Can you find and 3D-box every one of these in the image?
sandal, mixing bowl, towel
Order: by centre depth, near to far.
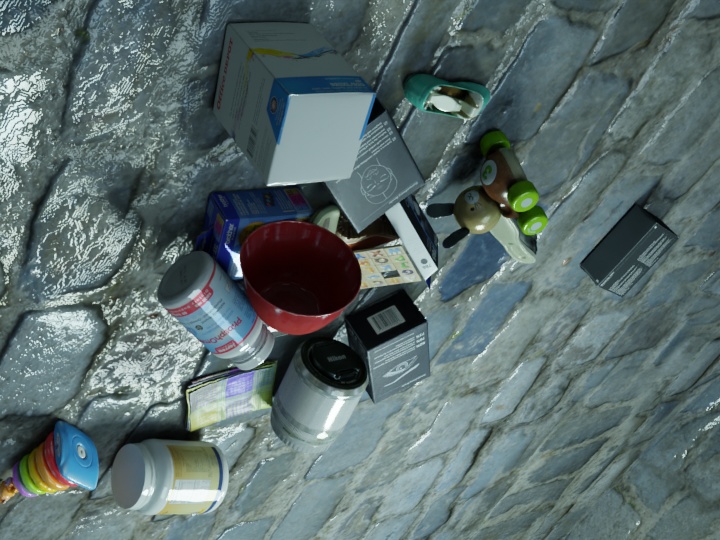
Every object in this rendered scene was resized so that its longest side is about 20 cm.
[{"bbox_3d":[-0.104,0.028,1.488,0.198,0.201,0.109,-12,143,-28],"label":"mixing bowl"},{"bbox_3d":[-0.063,-0.022,1.585,0.080,0.057,0.203,-36,150,-38],"label":"sandal"},{"bbox_3d":[-0.261,0.253,1.859,0.198,0.023,0.145,-13,136,-27],"label":"towel"}]

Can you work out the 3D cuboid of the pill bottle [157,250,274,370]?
[{"bbox_3d":[-0.229,0.071,1.500,0.108,0.109,0.200,-38,125,3],"label":"pill bottle"}]

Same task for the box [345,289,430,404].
[{"bbox_3d":[0.060,0.162,1.943,0.147,0.105,0.201,-24,141,-15],"label":"box"}]

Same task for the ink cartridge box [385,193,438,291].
[{"bbox_3d":[0.101,-0.069,1.683,0.039,0.100,0.201,-20,123,19],"label":"ink cartridge box"}]

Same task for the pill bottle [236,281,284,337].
[{"bbox_3d":[-0.164,0.066,1.665,0.198,0.111,0.112,-13,137,-27],"label":"pill bottle"}]

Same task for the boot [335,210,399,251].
[{"bbox_3d":[0.002,-0.068,1.700,0.198,0.076,0.107,-9,155,-40],"label":"boot"}]

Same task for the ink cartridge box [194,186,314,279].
[{"bbox_3d":[-0.190,-0.059,1.546,0.198,0.077,0.138,-6,133,-31],"label":"ink cartridge box"}]

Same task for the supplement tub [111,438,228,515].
[{"bbox_3d":[-0.377,0.409,1.832,0.199,0.145,0.145,14,121,-44],"label":"supplement tub"}]

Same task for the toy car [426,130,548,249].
[{"bbox_3d":[0.223,-0.129,1.734,0.198,0.166,0.158,-28,143,8],"label":"toy car"}]

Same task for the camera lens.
[{"bbox_3d":[-0.085,0.250,1.878,0.158,0.161,0.201,0,130,-37],"label":"camera lens"}]

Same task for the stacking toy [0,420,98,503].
[{"bbox_3d":[-0.588,0.369,1.683,0.198,0.117,0.110,-26,143,10],"label":"stacking toy"}]

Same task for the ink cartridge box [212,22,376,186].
[{"bbox_3d":[-0.101,-0.242,1.320,0.143,0.201,0.148,-9,135,-33],"label":"ink cartridge box"}]

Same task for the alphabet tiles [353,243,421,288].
[{"bbox_3d":[0.000,0.000,1.713,0.197,0.008,0.167,-9,156,14],"label":"alphabet tiles"}]

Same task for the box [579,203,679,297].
[{"bbox_3d":[0.638,-0.044,2.196,0.140,0.079,0.201,17,119,-50],"label":"box"}]

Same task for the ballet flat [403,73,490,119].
[{"bbox_3d":[0.160,-0.287,1.580,0.198,0.071,0.068,2,129,-39],"label":"ballet flat"}]

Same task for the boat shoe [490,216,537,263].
[{"bbox_3d":[0.317,-0.092,1.925,0.200,0.071,0.068,45,62,-45],"label":"boat shoe"}]

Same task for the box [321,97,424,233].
[{"bbox_3d":[-0.004,-0.187,1.527,0.148,0.107,0.200,-36,142,0],"label":"box"}]
